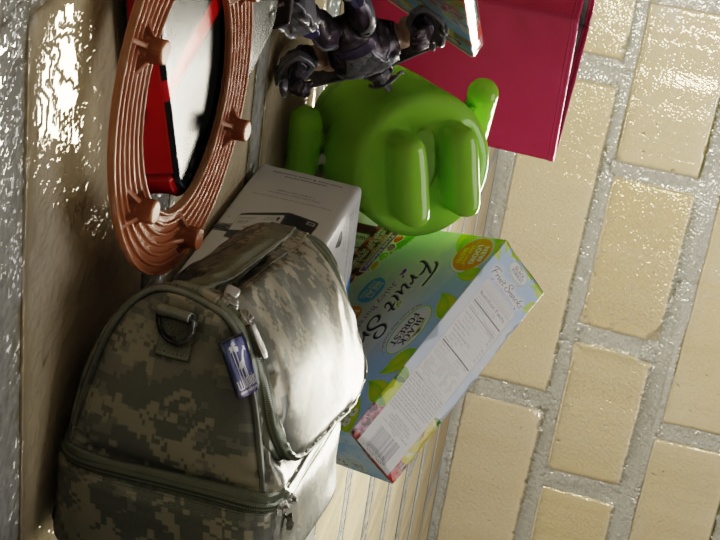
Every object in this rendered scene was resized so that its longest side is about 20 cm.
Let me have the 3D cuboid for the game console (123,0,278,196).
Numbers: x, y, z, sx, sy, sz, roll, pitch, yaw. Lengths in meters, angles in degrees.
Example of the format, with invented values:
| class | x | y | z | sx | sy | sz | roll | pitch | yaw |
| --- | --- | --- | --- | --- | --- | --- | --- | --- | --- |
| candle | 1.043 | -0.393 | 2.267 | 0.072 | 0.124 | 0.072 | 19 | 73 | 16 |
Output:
| class | x | y | z | sx | sy | sz | roll | pitch | yaw |
| --- | --- | --- | --- | --- | --- | --- | --- | --- | --- |
| game console | -0.089 | -0.158 | 0.903 | 0.177 | 0.031 | 0.200 | 89 | 16 | -46 |

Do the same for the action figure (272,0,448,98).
| class | x | y | z | sx | sy | sz | roll | pitch | yaw |
| --- | --- | --- | --- | --- | --- | --- | --- | --- | --- |
| action figure | -0.010 | -0.169 | 1.133 | 0.070 | 0.130 | 0.200 | 67 | 10 | 23 |

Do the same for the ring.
| class | x | y | z | sx | sy | sz | roll | pitch | yaw |
| --- | --- | --- | --- | --- | --- | --- | --- | --- | --- |
| ring | -0.087 | -0.094 | 0.849 | 0.200 | 0.019 | 0.201 | 13 | 90 | -78 |

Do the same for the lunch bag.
| class | x | y | z | sx | sy | sz | roll | pitch | yaw |
| --- | --- | --- | --- | --- | --- | --- | --- | --- | --- |
| lunch bag | -0.079 | 0.068 | 0.910 | 0.200 | 0.139 | 0.168 | -43 | 143 | -70 |

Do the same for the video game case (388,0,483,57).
| class | x | y | z | sx | sy | sz | roll | pitch | yaw |
| --- | --- | --- | --- | --- | --- | --- | --- | --- | --- |
| video game case | 0.024 | -0.225 | 1.156 | 0.017 | 0.143 | 0.200 | -54 | 170 | -3 |

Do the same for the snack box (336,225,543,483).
| class | x | y | z | sx | sy | sz | roll | pitch | yaw |
| --- | --- | --- | --- | --- | --- | --- | --- | --- | --- |
| snack box | 0.021 | 0.058 | 1.265 | 0.200 | 0.168 | 0.068 | -50 | 121 | -19 |

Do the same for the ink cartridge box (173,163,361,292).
| class | x | y | z | sx | sy | sz | roll | pitch | yaw |
| --- | --- | --- | --- | --- | --- | --- | --- | --- | --- |
| ink cartridge box | -0.068 | 0.035 | 1.121 | 0.200 | 0.083 | 0.146 | -61 | 162 | -61 |

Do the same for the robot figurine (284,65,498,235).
| class | x | y | z | sx | sy | sz | roll | pitch | yaw |
| --- | --- | --- | --- | --- | --- | --- | --- | --- | --- |
| robot figurine | 0.028 | -0.099 | 1.277 | 0.200 | 0.175 | 0.116 | -135 | -145 | -63 |

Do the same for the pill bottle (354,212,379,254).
| class | x | y | z | sx | sy | sz | roll | pitch | yaw |
| --- | --- | --- | --- | --- | --- | --- | --- | --- | --- |
| pill bottle | 0.000 | 0.000 | 1.417 | 0.114 | 0.114 | 0.201 | 7 | 96 | -82 |

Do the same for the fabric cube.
| class | x | y | z | sx | sy | sz | roll | pitch | yaw |
| --- | --- | --- | --- | --- | --- | --- | --- | --- | --- |
| fabric cube | 0.118 | -0.255 | 1.527 | 0.196 | 0.199 | 0.200 | 90 | 16 | -54 |
